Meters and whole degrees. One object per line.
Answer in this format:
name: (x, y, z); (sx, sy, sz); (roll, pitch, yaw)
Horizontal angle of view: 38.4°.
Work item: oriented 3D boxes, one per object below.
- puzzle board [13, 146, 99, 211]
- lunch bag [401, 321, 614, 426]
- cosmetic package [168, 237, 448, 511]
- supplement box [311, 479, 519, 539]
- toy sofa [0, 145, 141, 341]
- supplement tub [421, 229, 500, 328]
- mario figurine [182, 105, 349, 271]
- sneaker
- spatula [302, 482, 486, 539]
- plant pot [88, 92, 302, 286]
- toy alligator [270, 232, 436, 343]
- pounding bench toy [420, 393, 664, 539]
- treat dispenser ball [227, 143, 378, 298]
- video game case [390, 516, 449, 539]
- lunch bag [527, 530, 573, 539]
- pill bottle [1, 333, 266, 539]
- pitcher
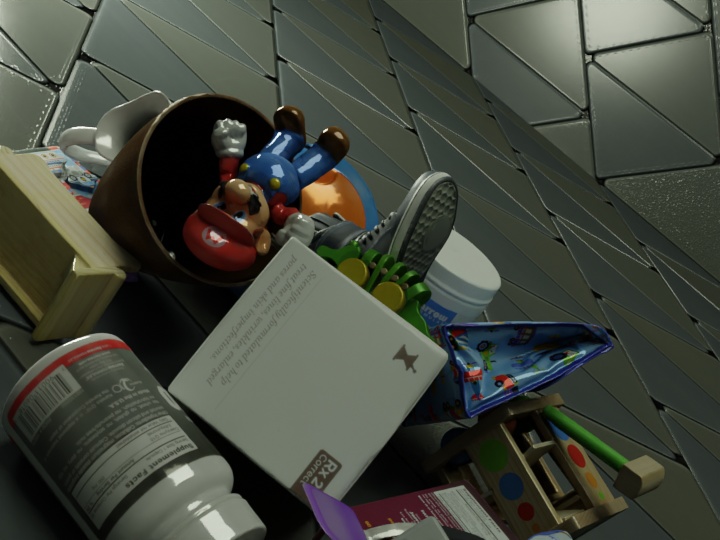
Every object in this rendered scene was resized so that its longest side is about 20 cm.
puzzle board: (-0.344, -0.085, 1.136); (0.151, 0.017, 0.200); (40, 22, 11)
lunch bag: (0.148, 0.089, 1.065); (0.200, 0.151, 0.094); (-12, 84, -24)
cosmetic package: (-0.043, 0.098, 0.908); (0.165, 0.165, 0.200); (37, -10, 5)
supplement box: (0.034, 0.255, 0.872); (0.200, 0.110, 0.086); (3, 39, -53)
toy sofa: (-0.310, -0.028, 0.984); (0.200, 0.083, 0.098); (44, 19, 19)
supplement tub: (0.051, 0.054, 1.177); (0.132, 0.200, 0.132); (29, 23, -14)
mario figurine: (-0.088, -0.082, 0.946); (0.200, 0.123, 0.106); (-54, 128, -37)
sneaker: (0.007, -0.039, 1.023); (0.077, 0.203, 0.146); (-17, 50, -44)
spatula: (0.036, 0.204, 0.802); (0.200, 0.021, 0.057); (19, 26, -36)
plant pot: (-0.193, -0.067, 1.062); (0.187, 0.200, 0.187); (6, 80, -40)
toy alligator: (0.000, 0.000, 0.951); (0.200, 0.054, 0.059); (34, -10, 24)
pounding bench toy: (0.190, 0.194, 1.056); (0.124, 0.200, 0.156); (2, 54, -53)
treat dispenser ball: (-0.079, -0.048, 1.194); (0.201, 0.201, 0.201); (30, 23, -14)
video game case: (0.010, 0.289, 0.692); (0.182, 0.200, 0.023); (55, -7, 39)
lunch bag: (0.095, 0.286, 0.789); (0.076, 0.200, 0.160); (48, 12, 23)
pill bottle: (-0.170, 0.153, 0.783); (0.200, 0.114, 0.114); (45, 24, 20)
pitcher: (-0.243, -0.132, 1.238); (0.171, 0.121, 0.200); (-1, -16, 24)
